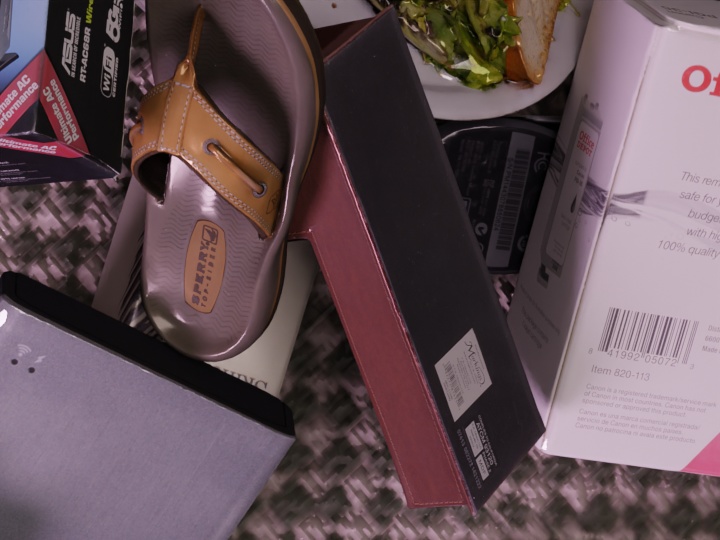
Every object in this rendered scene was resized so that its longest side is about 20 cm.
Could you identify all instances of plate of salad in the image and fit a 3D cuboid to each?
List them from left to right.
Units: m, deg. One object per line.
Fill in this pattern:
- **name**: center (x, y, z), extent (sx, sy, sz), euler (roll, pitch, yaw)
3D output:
- **plate of salad**: center (0.024, -0.159, 1.304), extent (0.199, 0.048, 0.201), euler (14, 60, -24)

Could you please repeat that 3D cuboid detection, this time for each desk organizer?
- **desk organizer**: center (0.000, 0.000, 1.241), extent (0.072, 0.077, 0.201), euler (-44, 119, -50)

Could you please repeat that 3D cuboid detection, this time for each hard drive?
- **hard drive**: center (-0.137, 0.112, 1.259), extent (0.139, 0.033, 0.200), euler (26, 113, -19)

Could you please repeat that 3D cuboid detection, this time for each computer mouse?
- **computer mouse**: center (0.104, -0.007, 1.383), extent (0.199, 0.046, 0.141), euler (0, 109, -17)

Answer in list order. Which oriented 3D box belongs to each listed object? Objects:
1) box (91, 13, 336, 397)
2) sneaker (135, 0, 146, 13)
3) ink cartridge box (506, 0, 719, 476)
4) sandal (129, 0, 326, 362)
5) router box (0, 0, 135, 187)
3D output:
- **box**: center (-0.061, -0.017, 1.306), extent (0.082, 0.068, 0.201), euler (17, 86, -21)
- **sneaker**: center (-0.143, -0.149, 1.250), extent (0.115, 0.076, 0.201), euler (-43, 77, 16)
- **ink cartridge box**: center (0.157, -0.016, 1.324), extent (0.146, 0.083, 0.201), euler (9, 107, -19)
- **sandal**: center (-0.064, -0.043, 1.174), extent (0.055, 0.081, 0.201), euler (-40, 149, -48)
- **router box**: center (-0.182, -0.109, 1.167), extent (0.062, 0.199, 0.151), euler (29, 62, -58)
